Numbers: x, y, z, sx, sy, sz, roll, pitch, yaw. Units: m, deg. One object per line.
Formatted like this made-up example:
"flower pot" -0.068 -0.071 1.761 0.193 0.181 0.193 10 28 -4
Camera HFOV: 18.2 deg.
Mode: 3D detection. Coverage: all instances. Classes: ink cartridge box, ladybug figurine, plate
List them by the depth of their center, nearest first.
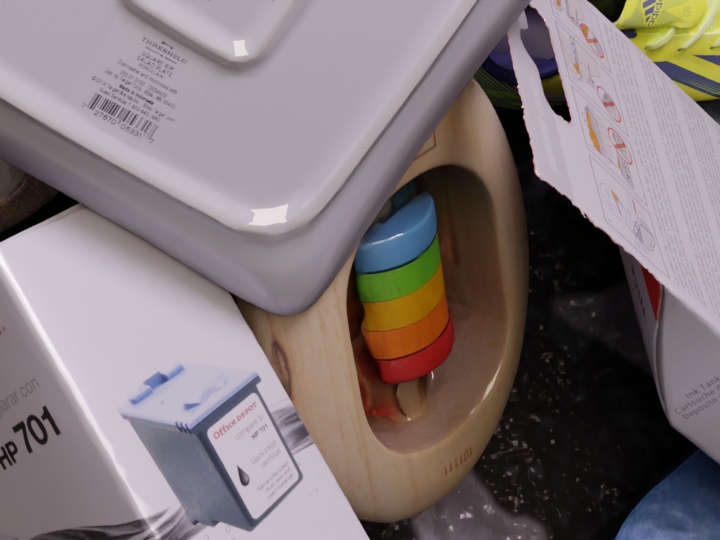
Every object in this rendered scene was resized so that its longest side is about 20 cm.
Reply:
"plate" -0.043 -0.098 0.695 0.199 0.032 0.200 30 107 -22
"ink cartridge box" -0.084 0.089 0.787 0.086 0.146 0.200 -30 87 -43
"ink cartridge box" 0.099 -0.023 0.821 0.200 0.050 0.161 36 30 -34
"ladybug figurine" 0.000 0.000 0.834 0.136 0.072 0.200 -33 130 -35

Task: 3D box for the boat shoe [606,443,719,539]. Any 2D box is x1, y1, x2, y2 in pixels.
"boat shoe" 0.172 0.071 0.900 0.200 0.069 0.084 -28 74 -11

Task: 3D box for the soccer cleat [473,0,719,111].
"soccer cleat" 0.119 -0.103 0.907 0.200 0.084 0.065 -10 81 -14

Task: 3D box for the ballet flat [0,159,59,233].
"ballet flat" -0.167 -0.027 0.805 0.200 0.067 0.068 -36 94 7
